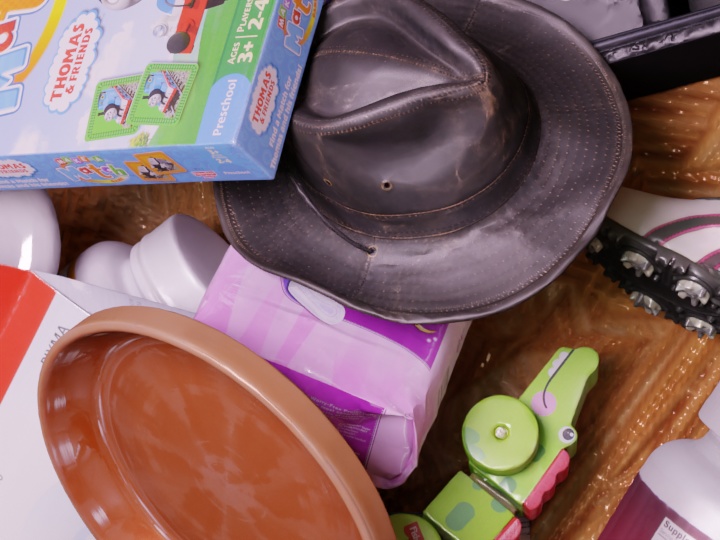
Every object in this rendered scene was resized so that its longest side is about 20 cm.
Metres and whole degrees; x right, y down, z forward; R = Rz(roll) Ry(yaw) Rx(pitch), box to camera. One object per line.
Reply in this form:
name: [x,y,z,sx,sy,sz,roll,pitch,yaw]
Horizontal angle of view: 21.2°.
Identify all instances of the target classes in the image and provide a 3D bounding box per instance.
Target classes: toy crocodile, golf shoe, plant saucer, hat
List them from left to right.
plant saucer: [-0.063,0.100,0.878,0.200,0.032,0.201,25,136,26]
hat: [0.020,-0.076,0.859,0.200,0.081,0.201,-7,56,10]
toy crocodile: [0.056,0.120,0.930,0.062,0.068,0.200,36,75,15]
golf shoe: [0.193,-0.008,0.932,0.199,0.077,0.088,24,75,20]

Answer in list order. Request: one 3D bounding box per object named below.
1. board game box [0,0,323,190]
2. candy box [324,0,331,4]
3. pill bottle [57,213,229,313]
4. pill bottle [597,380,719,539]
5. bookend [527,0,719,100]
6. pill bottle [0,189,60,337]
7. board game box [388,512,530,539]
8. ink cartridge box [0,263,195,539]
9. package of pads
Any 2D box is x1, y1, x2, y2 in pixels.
board game box: [-0.109,-0.112,0.891,0.199,0.037,0.152,-1,64,35]
candy box: [-0.052,-0.207,1.035,0.169,0.077,0.200,-46,69,14]
pill bottle: [-0.148,0.060,1.040,0.200,0.109,0.109,-39,73,16]
pill bottle: [0.161,0.150,0.904,0.109,0.109,0.201,34,99,21]
bookend: [0.132,-0.193,0.948,0.198,0.092,0.201,-13,80,22]
pill bottle: [-0.237,-0.013,1.030,0.200,0.116,0.117,178,96,-67]
board game box: [-0.012,0.180,1.000,0.199,0.062,0.201,-6,85,22]
ink cartridge box: [-0.161,0.079,0.950,0.160,0.199,0.047,-59,31,28]
package of pads: [0.000,0.000,0.933,0.120,0.076,0.200,21,50,4]
